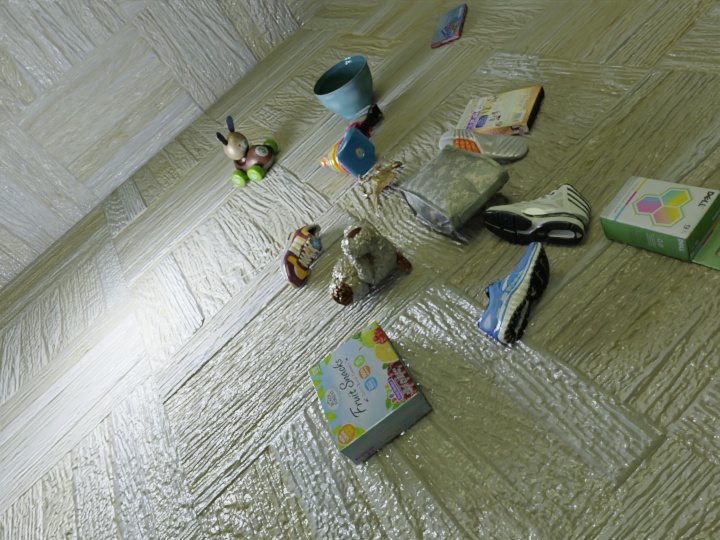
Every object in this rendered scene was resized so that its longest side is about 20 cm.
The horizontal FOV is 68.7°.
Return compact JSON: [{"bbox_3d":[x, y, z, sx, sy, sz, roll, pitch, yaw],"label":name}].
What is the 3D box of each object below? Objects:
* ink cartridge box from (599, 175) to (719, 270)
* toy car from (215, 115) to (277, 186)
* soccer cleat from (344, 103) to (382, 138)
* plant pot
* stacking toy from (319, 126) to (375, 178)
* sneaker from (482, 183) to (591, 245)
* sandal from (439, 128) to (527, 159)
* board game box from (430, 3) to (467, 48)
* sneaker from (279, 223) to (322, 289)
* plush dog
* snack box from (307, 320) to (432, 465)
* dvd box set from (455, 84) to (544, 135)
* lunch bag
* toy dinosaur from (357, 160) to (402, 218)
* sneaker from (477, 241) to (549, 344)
[{"bbox_3d":[0.510,-0.082,0.853,0.104,0.059,0.199,-47,39,-11],"label":"ink cartridge box"},{"bbox_3d":[-0.408,-0.425,1.811,0.156,0.200,0.166,-7,47,33],"label":"toy car"},{"bbox_3d":[-0.003,-0.431,1.607,0.086,0.070,0.201,-12,35,47],"label":"soccer cleat"},{"bbox_3d":[-0.039,-0.587,1.730,0.198,0.135,0.202,-21,42,20],"label":"plant pot"},{"bbox_3d":[-0.059,-0.326,1.531,0.199,0.109,0.117,1,60,54],"label":"stacking toy"},{"bbox_3d":[0.345,-0.112,1.021,0.199,0.076,0.116,12,51,35],"label":"sneaker"},{"bbox_3d":[0.285,-0.277,1.236,0.204,0.059,0.080,12,69,20],"label":"sandal"},{"bbox_3d":[0.303,-0.834,1.795,0.102,0.019,0.202,-10,46,33],"label":"board game box"},{"bbox_3d":[-0.143,-0.044,1.326,0.089,0.075,0.202,-26,41,23],"label":"sneaker"},{"bbox_3d":[0.000,0.000,1.146,0.172,0.160,0.200,-48,9,10],"label":"plush dog"},{"bbox_3d":[0.011,0.215,0.952,0.168,0.068,0.200,-36,37,2],"label":"snack box"},{"bbox_3d":[0.343,-0.389,1.313,0.198,0.029,0.147,1,53,40],"label":"dvd box set"},{"bbox_3d":[0.207,-0.169,1.137,0.164,0.118,0.200,-41,34,-5],"label":"lunch bag"},{"bbox_3d":[0.044,-0.226,1.370,0.100,0.058,0.202,0,53,37],"label":"toy dinosaur"},{"bbox_3d":[0.265,0.028,0.926,0.089,0.079,0.201,15,63,43],"label":"sneaker"}]
